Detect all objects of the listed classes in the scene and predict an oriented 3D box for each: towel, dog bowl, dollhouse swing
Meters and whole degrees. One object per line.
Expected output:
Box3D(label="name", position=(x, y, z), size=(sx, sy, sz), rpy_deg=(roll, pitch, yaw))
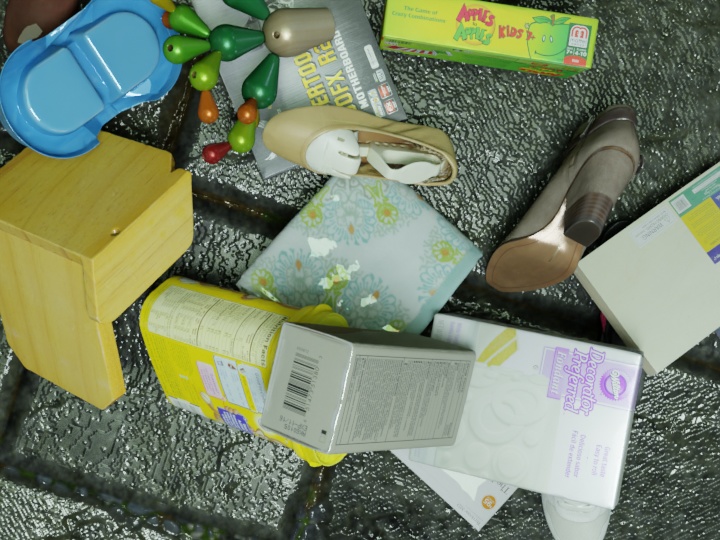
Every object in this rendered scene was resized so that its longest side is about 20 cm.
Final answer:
Box3D(label="towel", position=(0.000, 0.000, 1.049), size=(0.171, 0.048, 0.200), rpy_deg=(42, 74, 0))
Box3D(label="dog bowl", position=(-0.261, -0.187, 1.013), size=(0.200, 0.049, 0.112), rpy_deg=(-44, 115, -28))
Box3D(label="dollhouse swing", position=(-0.255, -0.005, 1.023), size=(0.182, 0.199, 0.177), rpy_deg=(-48, 139, -31))

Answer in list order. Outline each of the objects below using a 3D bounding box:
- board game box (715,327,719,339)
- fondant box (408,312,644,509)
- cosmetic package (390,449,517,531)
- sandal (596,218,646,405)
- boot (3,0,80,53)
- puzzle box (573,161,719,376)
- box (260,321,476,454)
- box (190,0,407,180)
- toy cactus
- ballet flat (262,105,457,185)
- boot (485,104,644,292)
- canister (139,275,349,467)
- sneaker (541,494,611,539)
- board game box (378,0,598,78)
Box3D(label="board game box", position=(0.434, 0.127, 1.023), size=(0.041, 0.200, 0.201), rpy_deg=(-33, 95, 1))
Box3D(label="fondant box", position=(0.157, 0.129, 1.010), size=(0.198, 0.058, 0.146), rpy_deg=(10, 90, 17))
Box3D(label="cosmetic package", position=(0.073, 0.168, 1.093), size=(0.200, 0.051, 0.083), rpy_deg=(42, 94, -4))
Box3D(label="sandal", position=(0.276, 0.049, 1.089), size=(0.074, 0.045, 0.202), rpy_deg=(3, 95, 0))
Box3D(label="boot", position=(-0.287, -0.284, 0.964), size=(0.068, 0.200, 0.189), rpy_deg=(40, 93, -5))
Box3D(label="puzzle box", position=(0.327, -0.005, 1.059), size=(0.199, 0.025, 0.134), rpy_deg=(-33, 81, -12))
Box3D(label="box", position=(0.013, 0.102, 0.924), size=(0.077, 0.199, 0.096), rpy_deg=(15, 92, 36))
Box3D(label="box", position=(-0.062, -0.213, 1.059), size=(0.157, 0.048, 0.202), rpy_deg=(-22, 95, 0))
Box3D(label="toy cactus", position=(-0.106, -0.212, 1.001), size=(0.164, 0.102, 0.202), rpy_deg=(-15, 93, -18))
Box3D(label="ballet flat", position=(0.006, -0.115, 1.015), size=(0.198, 0.063, 0.069), rpy_deg=(1, 131, -23))
Box3D(label="boot", position=(0.204, -0.072, 1.053), size=(0.070, 0.200, 0.147), rpy_deg=(32, 58, -16))
Box3D(label="canister", position=(-0.104, 0.089, 1.002), size=(0.199, 0.087, 0.150), rpy_deg=(13, 131, 34))
Box3D(label="sneaker", position=(0.218, 0.196, 1.074), size=(0.076, 0.081, 0.202), rpy_deg=(1, 99, 15))
Box3D(label="board game box", position=(0.120, -0.230, 1.035), size=(0.198, 0.102, 0.048), rpy_deg=(8, 95, -2))
